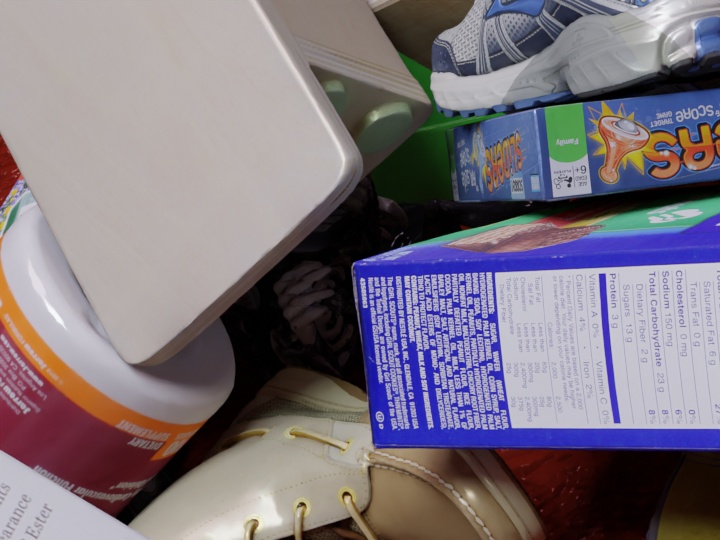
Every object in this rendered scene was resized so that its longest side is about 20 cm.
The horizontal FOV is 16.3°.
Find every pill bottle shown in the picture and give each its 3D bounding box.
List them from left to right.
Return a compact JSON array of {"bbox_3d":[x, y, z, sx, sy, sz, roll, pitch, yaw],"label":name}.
[{"bbox_3d":[-0.155,0.077,1.061,0.200,0.114,0.114,-46,20,22],"label":"pill bottle"}]

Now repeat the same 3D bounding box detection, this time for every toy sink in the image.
[{"bbox_3d":[-0.061,-0.069,1.033,0.130,0.112,0.200,-42,62,22],"label":"toy sink"}]

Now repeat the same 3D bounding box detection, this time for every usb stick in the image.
[{"bbox_3d":[-0.033,-0.014,1.277,0.199,0.033,0.055,2,33,46],"label":"usb stick"}]

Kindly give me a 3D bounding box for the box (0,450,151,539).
[{"bbox_3d":[-0.169,0.187,0.833,0.200,0.130,0.199,-50,11,47],"label":"box"}]

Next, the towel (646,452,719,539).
[{"bbox_3d":[0.209,0.056,0.933,0.199,0.023,0.144,-7,33,37],"label":"towel"}]

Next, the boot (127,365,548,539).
[{"bbox_3d":[-0.031,0.114,1.002,0.155,0.073,0.200,-39,27,-21],"label":"boot"}]

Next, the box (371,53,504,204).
[{"bbox_3d":[0.065,-0.126,1.306,0.199,0.097,0.177,-12,30,30],"label":"box"}]

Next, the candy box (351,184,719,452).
[{"bbox_3d":[0.126,0.012,0.914,0.199,0.077,0.169,-2,9,39],"label":"candy box"}]

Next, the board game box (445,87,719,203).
[{"bbox_3d":[0.115,-0.051,0.997,0.135,0.035,0.200,-7,2,-6],"label":"board game box"}]

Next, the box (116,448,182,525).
[{"bbox_3d":[-0.177,0.090,1.218,0.199,0.044,0.160,-18,28,21],"label":"box"}]

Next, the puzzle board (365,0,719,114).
[{"bbox_3d":[0.117,-0.112,1.054,0.200,0.150,0.017,-21,55,41],"label":"puzzle board"}]

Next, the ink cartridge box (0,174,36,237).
[{"bbox_3d":[-0.122,-0.026,1.221,0.109,0.050,0.200,-2,50,42],"label":"ink cartridge box"}]

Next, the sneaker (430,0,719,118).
[{"bbox_3d":[0.085,-0.108,0.977,0.077,0.086,0.200,-9,1,-26],"label":"sneaker"}]

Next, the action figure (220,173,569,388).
[{"bbox_3d":[0.000,0.000,1.140,0.199,0.102,0.119,-15,47,20],"label":"action figure"}]
